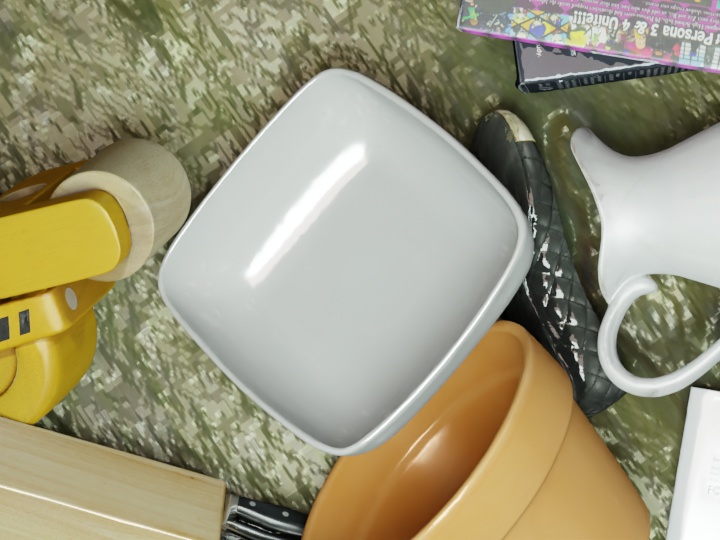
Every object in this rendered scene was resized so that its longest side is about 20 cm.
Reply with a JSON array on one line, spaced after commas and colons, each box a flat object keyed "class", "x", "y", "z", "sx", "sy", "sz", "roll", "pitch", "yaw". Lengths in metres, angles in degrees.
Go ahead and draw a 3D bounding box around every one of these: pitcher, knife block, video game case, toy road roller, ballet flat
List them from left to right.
[{"class": "toy road roller", "x": -0.193, "y": 0.014, "z": 1.627, "sx": 0.199, "sy": 0.123, "sz": 0.146, "roll": -16, "pitch": 104, "yaw": 19}, {"class": "knife block", "x": -0.120, "y": 0.156, "z": 1.613, "sx": 0.175, "sy": 0.064, "sz": 0.200, "roll": -21, "pitch": 122, "yaw": 16}, {"class": "ballet flat", "x": 0.114, "y": -0.004, "z": 1.641, "sx": 0.057, "sy": 0.066, "sz": 0.201, "roll": -17, "pitch": 91, "yaw": -34}, {"class": "video game case", "x": 0.168, "y": -0.213, "z": 1.527, "sx": 0.199, "sy": 0.036, "sz": 0.182, "roll": 9, "pitch": 92, "yaw": 6}, {"class": "pitcher", "x": 0.236, "y": -0.014, "z": 1.587, "sx": 0.199, "sy": 0.121, "sz": 0.172, "roll": -6, "pitch": 84, "yaw": 14}]

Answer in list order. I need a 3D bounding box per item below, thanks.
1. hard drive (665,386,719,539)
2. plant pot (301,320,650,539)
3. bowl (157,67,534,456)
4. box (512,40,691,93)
[{"class": "hard drive", "x": 0.254, "y": 0.182, "z": 1.624, "sx": 0.131, "sy": 0.025, "sz": 0.201, "roll": 9, "pitch": 86, "yaw": 9}, {"class": "plant pot", "x": 0.079, "y": 0.151, "z": 1.577, "sx": 0.140, "sy": 0.200, "sz": 0.200, "roll": 41, "pitch": 95, "yaw": -17}, {"class": "bowl", "x": 0.000, "y": 0.000, "z": 1.611, "sx": 0.200, "sy": 0.075, "sz": 0.200, "roll": 42, "pitch": 95, "yaw": 28}, {"class": "box", "x": 0.186, "y": -0.194, "z": 1.596, "sx": 0.199, "sy": 0.104, "sz": 0.149, "roll": -6, "pitch": 90, "yaw": 5}]
